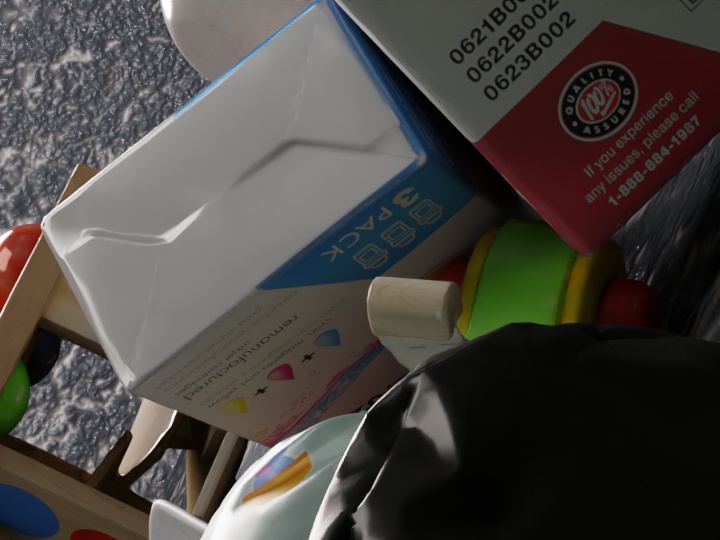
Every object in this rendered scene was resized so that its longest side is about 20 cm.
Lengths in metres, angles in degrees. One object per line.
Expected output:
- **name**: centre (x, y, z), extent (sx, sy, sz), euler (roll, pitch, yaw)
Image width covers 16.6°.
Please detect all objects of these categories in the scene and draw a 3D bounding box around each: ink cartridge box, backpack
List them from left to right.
- **ink cartridge box**: centre (0.000, 0.000, 0.801), extent (0.115, 0.068, 0.200), euler (-37, -24, 11)
- **backpack**: centre (0.010, 0.116, 0.501), extent (0.200, 0.126, 0.168), euler (116, 172, -52)
- **ink cartridge box**: centre (0.040, -0.134, 0.699), extent (0.145, 0.200, 0.145), euler (-44, 8, 7)

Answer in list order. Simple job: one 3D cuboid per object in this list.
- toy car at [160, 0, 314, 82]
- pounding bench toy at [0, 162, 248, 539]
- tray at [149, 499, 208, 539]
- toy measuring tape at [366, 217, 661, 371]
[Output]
- **toy car**: centre (0.035, -0.124, 0.926), extent (0.175, 0.200, 0.150), euler (-51, 5, -24)
- **pounding bench toy**: centre (-0.100, 0.090, 0.922), extent (0.124, 0.155, 0.201), euler (121, 173, -56)
- **tray**: centre (-0.033, 0.175, 0.731), extent (0.107, 0.022, 0.202), euler (15, 106, 58)
- **toy measuring tape**: centre (0.044, 0.009, 0.702), extent (0.074, 0.073, 0.200), euler (-66, -22, -8)
